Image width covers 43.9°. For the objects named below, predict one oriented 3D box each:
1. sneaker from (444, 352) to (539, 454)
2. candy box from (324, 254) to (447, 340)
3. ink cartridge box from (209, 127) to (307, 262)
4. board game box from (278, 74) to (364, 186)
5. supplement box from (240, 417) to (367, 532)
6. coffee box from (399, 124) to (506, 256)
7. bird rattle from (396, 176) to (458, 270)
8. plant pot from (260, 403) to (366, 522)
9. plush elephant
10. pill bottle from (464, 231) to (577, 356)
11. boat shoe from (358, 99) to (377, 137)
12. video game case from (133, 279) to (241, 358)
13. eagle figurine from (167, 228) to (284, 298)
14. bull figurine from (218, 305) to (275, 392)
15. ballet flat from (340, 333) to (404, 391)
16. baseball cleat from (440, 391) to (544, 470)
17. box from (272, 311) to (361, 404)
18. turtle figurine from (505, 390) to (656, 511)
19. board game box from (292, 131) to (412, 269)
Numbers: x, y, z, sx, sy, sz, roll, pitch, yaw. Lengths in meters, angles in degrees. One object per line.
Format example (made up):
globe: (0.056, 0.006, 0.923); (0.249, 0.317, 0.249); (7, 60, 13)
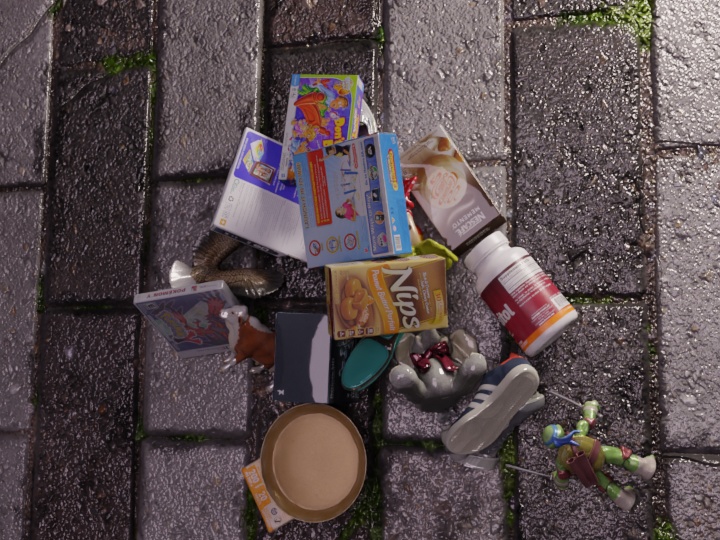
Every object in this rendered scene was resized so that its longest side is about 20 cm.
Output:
sneaker: (0.214, 0.222, 1.501); (0.200, 0.085, 0.075); (-45, 115, 11)
candy box: (0.043, 0.042, 1.465); (0.195, 0.055, 0.119); (-5, 99, -13)
ink cartridge box: (-0.160, -0.136, 1.681); (0.196, 0.043, 0.202); (22, 75, -16)
board game box: (-0.072, -0.257, 1.647); (0.131, 0.045, 0.205); (4, 80, 17)
supplement box: (-0.102, 0.369, 1.626); (0.198, 0.073, 0.128); (-32, 76, 10)
coffee box: (0.160, -0.143, 1.609); (0.113, 0.080, 0.202); (-36, 75, 9)
bird rattle: (0.076, -0.063, 1.580); (0.111, 0.163, 0.203); (-27, 76, -10)
plant pot: (-0.081, 0.337, 1.572); (0.195, 0.027, 0.206); (-2, 82, 14)
plush elephant: (0.129, 0.155, 1.552); (0.161, 0.201, 0.158); (-12, 57, 3)
pill bottle: (0.271, 0.037, 1.538); (0.112, 0.113, 0.201); (-40, 74, 8)
boat shoe: (-0.006, -0.246, 1.678); (0.073, 0.065, 0.207); (-14, 79, 13)
video game case: (-0.296, 0.095, 1.659); (0.178, 0.201, 0.023); (-9, 51, 14)
eagle figurine: (-0.264, -0.006, 1.688); (0.196, 0.153, 0.153); (-24, 41, 7)
bull figurine: (-0.191, 0.142, 1.631); (0.122, 0.198, 0.066); (-47, 36, 16)
ballet flat: (0.038, 0.128, 1.546); (0.066, 0.070, 0.202); (28, 81, 21)
baseball cleat: (0.240, 0.282, 1.549); (0.197, 0.069, 0.109); (-24, 84, 21)
box: (-0.072, 0.156, 1.578); (0.104, 0.200, 0.153); (1, 84, 16)
turtle figurine: (0.379, 0.300, 1.495); (0.191, 0.200, 0.146); (30, 69, -2)
board game box: (-0.016, -0.115, 1.525); (0.193, 0.055, 0.205); (-7, 90, 39)
